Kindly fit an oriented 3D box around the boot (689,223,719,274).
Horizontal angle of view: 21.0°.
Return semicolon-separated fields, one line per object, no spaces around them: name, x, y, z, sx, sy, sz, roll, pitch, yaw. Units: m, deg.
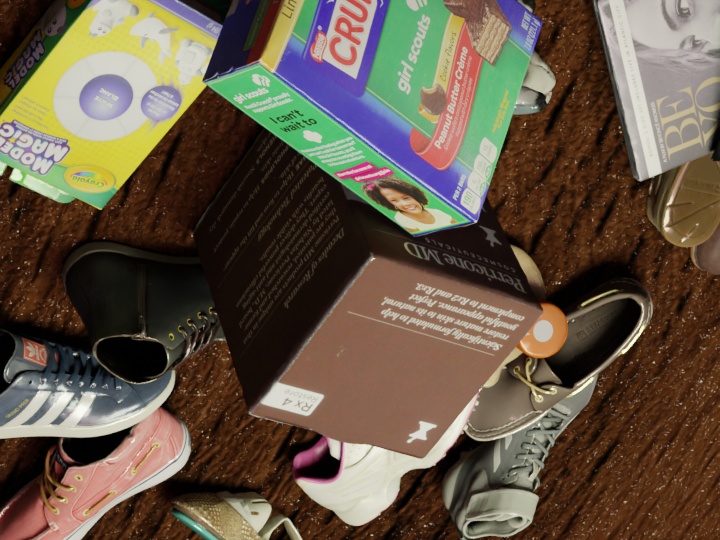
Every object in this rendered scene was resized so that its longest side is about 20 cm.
boot;0.365;-0.026;1.585;0.072;0.167;0.200;23;123;-36

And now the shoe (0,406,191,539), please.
shoe;-0.238;0.168;1.586;0.199;0.072;0.091;-33;148;2

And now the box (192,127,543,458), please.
box;0.000;0.000;1.442;0.165;0.201;0.165;17;123;-35

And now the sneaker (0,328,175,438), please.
sneaker;-0.241;0.080;1.508;0.198;0.075;0.085;-9;138;-13

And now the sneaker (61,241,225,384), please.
sneaker;-0.129;0.045;1.498;0.198;0.107;0.075;7;128;-27

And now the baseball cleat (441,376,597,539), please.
baseball cleat;0.152;0.163;1.721;0.069;0.107;0.200;23;118;-30

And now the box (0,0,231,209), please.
box;-0.187;-0.126;1.359;0.117;0.049;0.200;25;120;-37

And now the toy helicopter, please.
toy helicopter;0.062;0.050;1.591;0.199;0.079;0.133;-39;110;-8

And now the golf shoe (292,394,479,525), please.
golf shoe;0.022;0.137;1.671;0.091;0.076;0.200;28;114;-32

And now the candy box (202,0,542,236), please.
candy box;0.012;-0.147;1.303;0.199;0.170;0.077;33;152;-28

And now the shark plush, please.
shark plush;0.054;-0.134;1.438;0.198;0.092;0.083;-12;165;-17

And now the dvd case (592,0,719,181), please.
dvd case;0.282;-0.170;1.476;0.198;0.016;0.150;-21;114;-10

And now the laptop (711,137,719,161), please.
laptop;0.356;-0.194;1.479;0.175;0.202;0.103;-3;174;-19

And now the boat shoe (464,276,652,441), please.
boat shoe;0.164;0.078;1.660;0.199;0.072;0.060;-36;178;9

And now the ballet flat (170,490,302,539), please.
ballet flat;-0.098;0.235;1.731;0.065;0.070;0.200;-51;138;-11

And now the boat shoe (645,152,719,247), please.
boat shoe;0.276;-0.121;1.538;0.071;0.065;0.202;18;105;-22
